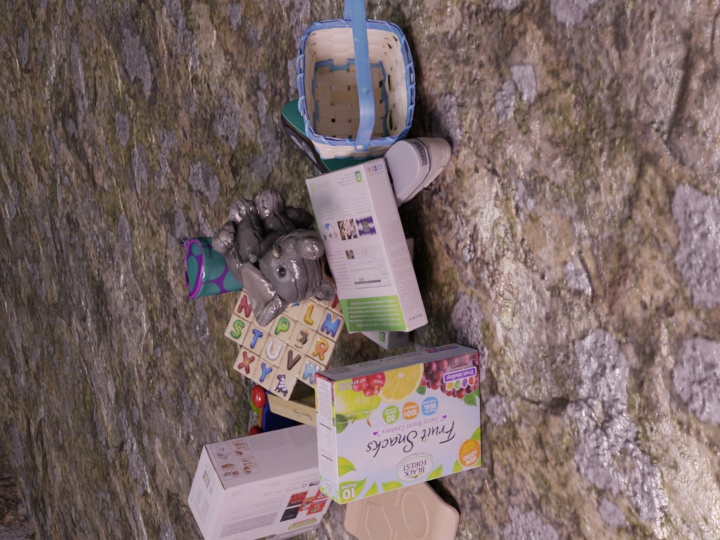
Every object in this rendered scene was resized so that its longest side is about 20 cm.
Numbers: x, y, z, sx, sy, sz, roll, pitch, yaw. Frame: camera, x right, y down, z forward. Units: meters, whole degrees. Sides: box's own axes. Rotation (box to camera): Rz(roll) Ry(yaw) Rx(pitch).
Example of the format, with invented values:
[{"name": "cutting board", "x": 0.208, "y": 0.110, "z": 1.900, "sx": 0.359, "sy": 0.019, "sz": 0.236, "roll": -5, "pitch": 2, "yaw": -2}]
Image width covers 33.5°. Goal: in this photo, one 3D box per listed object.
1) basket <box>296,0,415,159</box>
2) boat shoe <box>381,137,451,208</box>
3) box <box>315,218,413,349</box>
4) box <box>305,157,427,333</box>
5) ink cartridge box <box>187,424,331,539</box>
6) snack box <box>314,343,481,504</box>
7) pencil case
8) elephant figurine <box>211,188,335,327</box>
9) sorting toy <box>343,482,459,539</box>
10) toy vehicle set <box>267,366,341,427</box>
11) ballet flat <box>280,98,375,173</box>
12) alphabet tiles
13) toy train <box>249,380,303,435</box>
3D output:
[{"name": "basket", "x": -0.005, "y": -0.225, "z": 1.386, "sx": 0.200, "sy": 0.137, "sz": 0.178, "roll": 88, "pitch": 178, "yaw": -76}, {"name": "boat shoe", "x": 0.042, "y": -0.106, "z": 1.433, "sx": 0.200, "sy": 0.069, "sz": 0.071, "roll": -40, "pitch": 71, "yaw": 54}, {"name": "box", "x": 0.000, "y": 0.000, "z": 1.557, "sx": 0.200, "sy": 0.036, "sz": 0.146, "roll": 30, "pitch": 123, "yaw": 53}, {"name": "box", "x": 0.005, "y": -0.025, "z": 1.430, "sx": 0.144, "sy": 0.036, "sz": 0.202, "roll": -5, "pitch": 100, "yaw": 60}, {"name": "ink cartridge box", "x": -0.140, "y": 0.318, "z": 1.731, "sx": 0.084, "sy": 0.198, "sz": 0.177, "roll": 58, "pitch": 142, "yaw": 36}, {"name": "snack box", "x": 0.046, "y": 0.172, "z": 1.369, "sx": 0.053, "sy": 0.198, "sz": 0.144, "roll": 17, "pitch": 112, "yaw": 57}, {"name": "pencil case", "x": -0.147, "y": -0.011, "z": 1.658, "sx": 0.092, "sy": 0.198, "sz": 0.086, "roll": -29, "pitch": 70, "yaw": 59}, {"name": "elephant figurine", "x": -0.094, "y": 0.001, "z": 1.462, "sx": 0.142, "sy": 0.155, "sz": 0.200, "roll": -48, "pitch": 42, "yaw": 5}, {"name": "sorting toy", "x": 0.055, "y": 0.326, "z": 1.568, "sx": 0.200, "sy": 0.036, "sz": 0.187, "roll": 39, "pitch": 130, "yaw": 44}, {"name": "toy vehicle set", "x": -0.024, "y": 0.168, "z": 1.563, "sx": 0.199, "sy": 0.123, "sz": 0.027, "roll": 6, "pitch": 110, "yaw": 60}, {"name": "ballet flat", "x": -0.036, "y": -0.153, "z": 1.572, "sx": 0.200, "sy": 0.073, "sz": 0.074, "roll": 46, "pitch": 136, "yaw": 37}, {"name": "alphabet tiles", "x": -0.095, "y": 0.059, "z": 1.567, "sx": 0.166, "sy": 0.006, "sz": 0.202, "roll": 27, "pitch": 99, "yaw": 30}, {"name": "toy train", "x": -0.140, "y": 0.233, "z": 1.839, "sx": 0.116, "sy": 0.084, "sz": 0.202, "roll": -129, "pitch": 40, "yaw": -57}]
